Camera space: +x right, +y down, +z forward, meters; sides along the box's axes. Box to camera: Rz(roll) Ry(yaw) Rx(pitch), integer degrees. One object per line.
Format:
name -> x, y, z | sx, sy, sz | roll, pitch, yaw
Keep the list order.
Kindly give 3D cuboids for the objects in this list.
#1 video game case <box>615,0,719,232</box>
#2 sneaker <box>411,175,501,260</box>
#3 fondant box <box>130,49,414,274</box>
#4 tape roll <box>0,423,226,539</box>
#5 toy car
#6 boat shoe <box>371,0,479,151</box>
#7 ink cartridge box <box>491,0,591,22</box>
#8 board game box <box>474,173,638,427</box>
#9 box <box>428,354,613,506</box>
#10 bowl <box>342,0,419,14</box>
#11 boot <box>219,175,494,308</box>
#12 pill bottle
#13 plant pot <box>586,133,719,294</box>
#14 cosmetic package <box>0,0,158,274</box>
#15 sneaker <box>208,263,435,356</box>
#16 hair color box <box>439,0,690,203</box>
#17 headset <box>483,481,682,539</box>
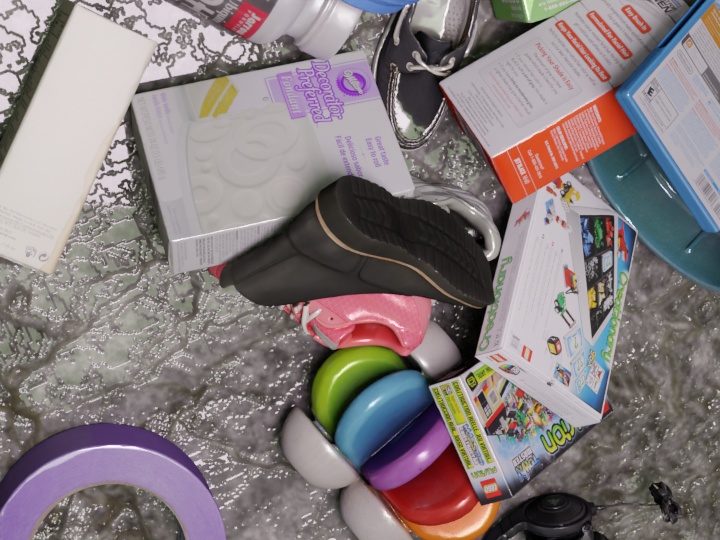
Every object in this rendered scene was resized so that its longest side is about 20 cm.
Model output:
video game case -> 0.294, -0.149, 1.175 | 0.200, 0.018, 0.143 | -48, 116, -19
sneaker -> 0.032, -0.052, 1.279 | 0.200, 0.099, 0.078 | 11, 98, -16
fondant box -> -0.073, -0.090, 1.225 | 0.200, 0.058, 0.144 | -12, 62, -13
tape roll -> -0.217, 0.235, 1.291 | 0.200, 0.066, 0.200 | -3, 102, -13
toy car -> 0.043, 0.152, 1.297 | 0.175, 0.150, 0.200 | -40, 108, -3
boat shoe -> 0.061, -0.196, 1.277 | 0.074, 0.060, 0.200 | 15, 97, -17
ink cartridge box -> 0.166, -0.324, 1.265 | 0.145, 0.084, 0.200 | -20, 106, -10
board game box -> 0.172, 0.017, 1.297 | 0.126, 0.035, 0.200 | 36, 54, -28
box -> 0.142, 0.110, 1.298 | 0.200, 0.035, 0.110 | -28, 95, -53
bowl -> -0.019, -0.284, 1.179 | 0.201, 0.201, 0.039 | 41, 123, -18
boot -> 0.000, 0.000, 1.213 | 0.138, 0.078, 0.200 | -31, 138, 31
pill bottle -> -0.095, -0.248, 1.199 | 0.200, 0.111, 0.111 | 26, 94, -18
plant pot -> 0.330, -0.115, 1.304 | 0.196, 0.200, 0.200 | -41, 108, -11
cosmetic package -> -0.238, -0.107, 1.196 | 0.073, 0.104, 0.200 | 25, 96, -19
sneaker -> -0.034, 0.020, 1.259 | 0.200, 0.074, 0.087 | 11, 60, -1
hair color box -> 0.179, -0.153, 1.228 | 0.200, 0.111, 0.064 | -30, 136, 2
headset -> 0.202, 0.259, 1.391 | 0.200, 0.094, 0.124 | -37, 109, 7
